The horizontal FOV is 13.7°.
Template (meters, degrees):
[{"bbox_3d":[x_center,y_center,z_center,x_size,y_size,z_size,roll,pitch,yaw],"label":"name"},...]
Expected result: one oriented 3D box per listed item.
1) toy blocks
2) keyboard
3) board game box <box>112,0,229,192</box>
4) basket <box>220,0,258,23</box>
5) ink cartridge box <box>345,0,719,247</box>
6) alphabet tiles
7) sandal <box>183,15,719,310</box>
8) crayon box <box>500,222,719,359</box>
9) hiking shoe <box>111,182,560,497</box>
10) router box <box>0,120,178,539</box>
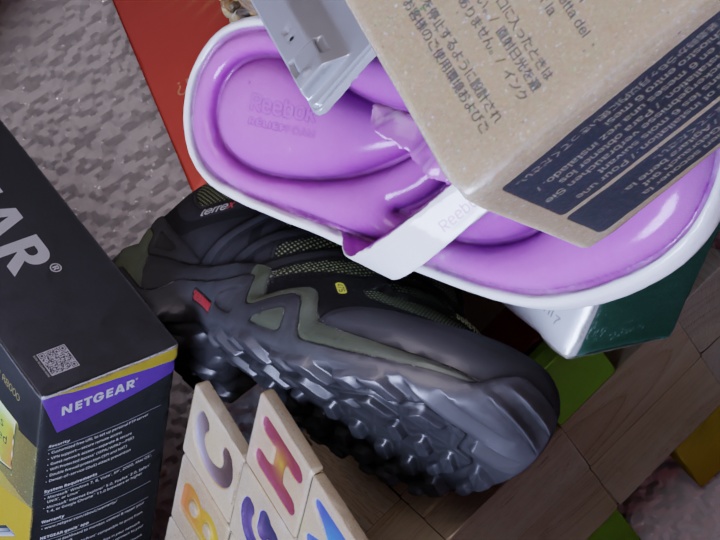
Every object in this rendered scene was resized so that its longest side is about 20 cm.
[{"bbox_3d":[0.035,0.030,0.988,0.200,0.100,0.137,-45,46,-6],"label":"toy blocks"},{"bbox_3d":[-0.019,-0.110,0.903,0.056,0.011,0.200,-43,31,9],"label":"keyboard"},{"bbox_3d":[-0.021,-0.129,1.110,0.153,0.040,0.200,-28,58,5],"label":"board game box"},{"bbox_3d":[0.033,-0.146,1.039,0.143,0.149,0.200,-36,51,38],"label":"basket"},{"bbox_3d":[0.057,-0.134,0.759,0.165,0.075,0.200,-38,62,18],"label":"ink cartridge box"},{"bbox_3d":[-0.011,0.137,0.907,0.006,0.167,0.200,-16,54,-25],"label":"alphabet tiles"},{"bbox_3d":[0.016,-0.032,0.840,0.202,0.050,0.083,5,96,43],"label":"sandal"},{"bbox_3d":[0.069,-0.093,0.855,0.126,0.052,0.200,40,121,32],"label":"crayon box"},{"bbox_3d":[0.000,0.000,0.922,0.200,0.076,0.101,21,69,50],"label":"hiking shoe"},{"bbox_3d":[-0.139,0.022,1.006,0.052,0.157,0.200,-21,52,-28],"label":"router box"}]
